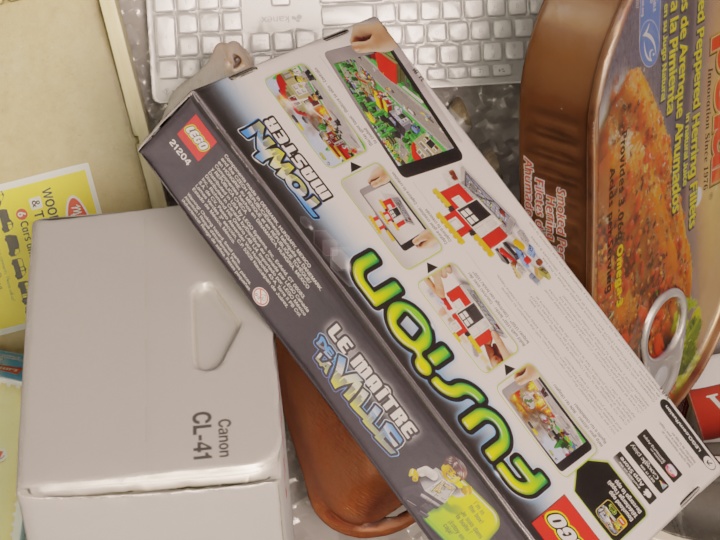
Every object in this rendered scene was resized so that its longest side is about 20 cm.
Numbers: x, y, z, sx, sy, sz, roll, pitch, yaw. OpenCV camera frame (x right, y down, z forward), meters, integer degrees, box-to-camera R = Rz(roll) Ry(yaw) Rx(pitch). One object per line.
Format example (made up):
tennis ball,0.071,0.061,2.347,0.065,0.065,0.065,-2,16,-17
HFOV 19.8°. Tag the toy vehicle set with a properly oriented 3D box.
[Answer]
toy vehicle set,-0.133,-0.007,0.797,0.124,0.027,0.200,-13,100,-3

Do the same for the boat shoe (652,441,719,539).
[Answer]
boat shoe,0.133,0.087,0.753,0.067,0.200,0.057,58,47,-46

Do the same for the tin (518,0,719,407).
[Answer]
tin,0.101,-0.034,0.752,0.112,0.042,0.200,-31,131,-38

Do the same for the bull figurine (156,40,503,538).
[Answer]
bull figurine,0.000,0.000,0.790,0.121,0.065,0.200,-19,102,-5

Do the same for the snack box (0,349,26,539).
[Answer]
snack box,-0.218,0.075,0.778,0.200,0.037,0.116,10,102,4

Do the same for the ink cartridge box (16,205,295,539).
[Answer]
ink cartridge box,-0.064,0.097,0.722,0.086,0.148,0.200,-6,128,-2

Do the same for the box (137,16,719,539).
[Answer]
box,0.026,0.014,0.683,0.200,0.110,0.035,53,129,6

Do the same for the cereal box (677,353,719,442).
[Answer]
cereal box,0.213,0.113,0.785,0.144,0.040,0.200,-12,61,-4

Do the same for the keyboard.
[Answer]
keyboard,0.017,-0.099,0.804,0.200,0.011,0.056,-4,100,-5
